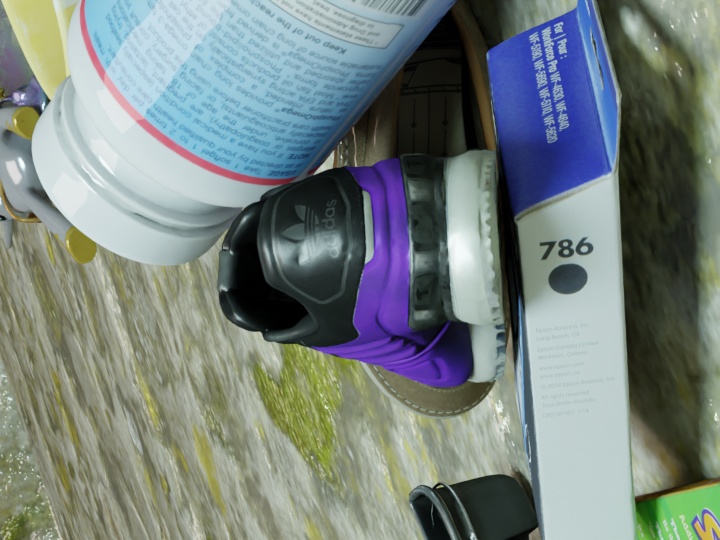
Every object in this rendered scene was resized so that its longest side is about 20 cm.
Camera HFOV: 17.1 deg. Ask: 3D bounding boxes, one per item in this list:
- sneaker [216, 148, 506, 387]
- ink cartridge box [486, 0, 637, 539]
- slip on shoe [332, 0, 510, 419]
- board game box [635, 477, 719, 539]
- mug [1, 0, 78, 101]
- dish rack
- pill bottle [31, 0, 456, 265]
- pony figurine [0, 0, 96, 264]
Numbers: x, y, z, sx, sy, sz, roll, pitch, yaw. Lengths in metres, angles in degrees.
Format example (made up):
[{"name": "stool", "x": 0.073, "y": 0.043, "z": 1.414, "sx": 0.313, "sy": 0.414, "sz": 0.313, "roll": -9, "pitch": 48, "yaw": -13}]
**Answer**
[{"name": "sneaker", "x": 0.000, "y": -0.001, "z": 0.838, "sx": 0.200, "sy": 0.099, "sz": 0.070, "roll": 77, "pitch": -171, "yaw": -78}, {"name": "ink cartridge box", "x": 0.069, "y": -0.003, "z": 0.828, "sx": 0.100, "sy": 0.039, "sz": 0.201, "roll": -95, "pitch": -1, "yaw": -53}, {"name": "slip on shoe", "x": 0.028, "y": -0.028, "z": 0.941, "sx": 0.061, "sy": 0.075, "sz": 0.202, "roll": -139, "pitch": 41, "yaw": -60}, {"name": "board game box", "x": 0.128, "y": 0.123, "z": 0.849, "sx": 0.200, "sy": 0.030, "sz": 0.096, "roll": 139, "pitch": 112, "yaw": -77}, {"name": "mug", "x": -0.074, "y": -0.147, "z": 0.990, "sx": 0.187, "sy": 0.152, "sz": 0.150, "roll": 86, "pitch": 158, "yaw": -46}, {"name": "dish rack", "x": 0.055, "y": 0.187, "z": 1.113, "sx": 0.154, "sy": 0.054, "sz": 0.200, "roll": 67, "pitch": 158, "yaw": 15}, {"name": "pill bottle", "x": -0.037, "y": -0.095, "z": 0.856, "sx": 0.200, "sy": 0.108, "sz": 0.109, "roll": -49, "pitch": 56, "yaw": 35}, {"name": "pony figurine", "x": -0.269, "y": -0.098, "z": 1.809, "sx": 0.199, "sy": 0.166, "sz": 0.194, "roll": 8, "pitch": 126, "yaw": 56}]
